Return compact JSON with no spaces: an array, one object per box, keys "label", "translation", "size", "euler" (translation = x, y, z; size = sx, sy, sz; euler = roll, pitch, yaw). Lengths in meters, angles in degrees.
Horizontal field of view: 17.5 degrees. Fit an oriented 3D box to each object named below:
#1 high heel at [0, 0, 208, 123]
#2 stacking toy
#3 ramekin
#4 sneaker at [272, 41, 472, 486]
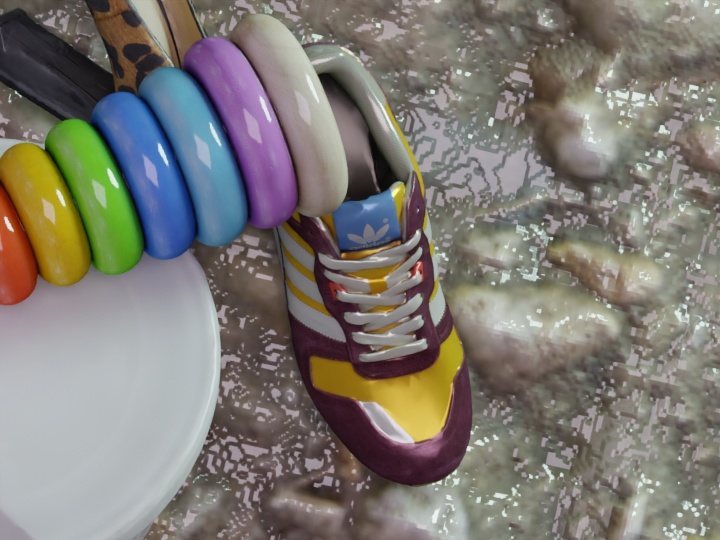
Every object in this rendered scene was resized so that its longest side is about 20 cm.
[{"label":"high heel","translation":[-0.072,-0.125,0.965],"size":[0.143,0.071,0.200],"euler":[32,127,10]},{"label":"stacking toy","translation":[-0.110,-0.029,0.915],"size":[0.200,0.085,0.085],"euler":[-22,91,-12]},{"label":"ramekin","translation":[-0.161,0.053,0.956],"size":[0.202,0.094,0.202],"euler":[4,61,-6]},{"label":"sneaker","translation":[0.000,0.000,1.008],"size":[0.075,0.090,0.200],"euler":[-20,91,-7]}]
